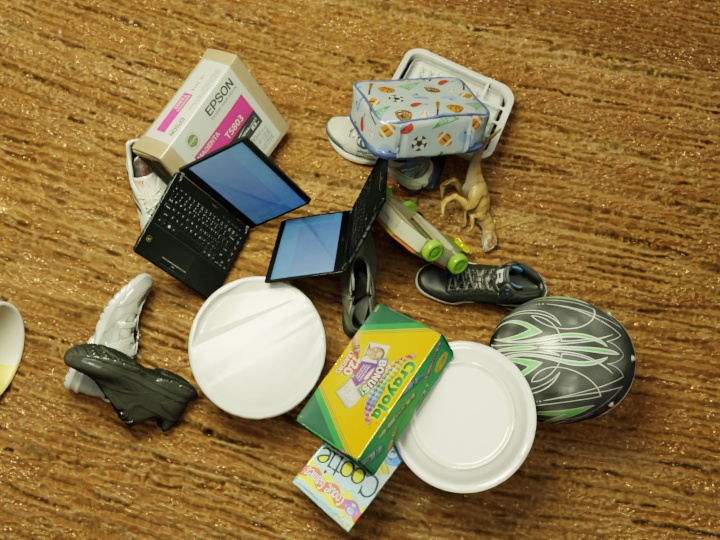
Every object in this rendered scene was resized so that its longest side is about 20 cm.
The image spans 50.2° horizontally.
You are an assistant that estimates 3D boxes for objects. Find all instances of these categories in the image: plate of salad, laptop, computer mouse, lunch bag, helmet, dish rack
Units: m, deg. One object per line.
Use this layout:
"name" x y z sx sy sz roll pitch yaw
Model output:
"plate of salad" 0.139 0.199 1.051 0.197 0.048 0.203 -3 74 10
"laptop" -0.046 -0.086 1.122 0.102 0.201 0.178 22 32 -11
"computer mouse" 0.095 -0.129 1.247 0.058 0.034 0.202 17 76 -1
"lunch bag" 0.088 -0.234 1.152 0.197 0.076 0.161 -6 38 -18
"laptop" -0.194 -0.068 1.114 0.102 0.177 0.202 17 74 38
"helmet" 0.285 0.129 1.113 0.197 0.191 0.203 1 76 -3
"dish rack" 0.140 -0.267 1.265 0.198 0.044 0.173 25 61 2

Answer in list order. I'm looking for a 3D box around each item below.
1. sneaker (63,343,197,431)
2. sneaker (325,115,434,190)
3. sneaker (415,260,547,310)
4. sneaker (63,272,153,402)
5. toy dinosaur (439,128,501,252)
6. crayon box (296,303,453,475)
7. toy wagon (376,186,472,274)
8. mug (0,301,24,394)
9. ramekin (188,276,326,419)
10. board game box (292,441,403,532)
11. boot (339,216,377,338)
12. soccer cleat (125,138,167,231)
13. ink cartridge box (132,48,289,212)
"sneaker" -0.330 0.169 1.086 0.199 0.076 0.092 31 86 -29
"sneaker" 0.029 -0.208 1.224 0.198 0.085 0.078 27 75 19
"sneaker" 0.188 0.011 1.177 0.197 0.112 0.074 8 74 -2
"sneaker" -0.357 0.099 1.147 0.081 0.075 0.202 30 80 -12
"toy dinosaur" 0.178 -0.129 1.220 0.105 0.061 0.202 -6 116 10
"crayon box" 0.021 0.156 1.038 0.118 0.058 0.201 24 70 38
"toy wagon" 0.100 -0.052 1.160 0.040 0.199 0.155 -50 49 14
"mug" -0.591 0.120 1.081 0.151 0.150 0.189 12 68 7
"ramekin" -0.149 0.117 1.135 0.199 0.094 0.205 1 76 -4
"board game box" 0.004 0.257 1.105 0.103 0.105 0.200 39 75 7
"boot" 0.000 0.000 1.156 0.067 0.131 0.203 -3 76 -5
"soccer cleat" -0.318 -0.108 1.184 0.068 0.085 0.202 -19 78 -9
"ink cartridge box" -0.221 -0.203 1.172 0.075 0.165 0.201 22 72 37
